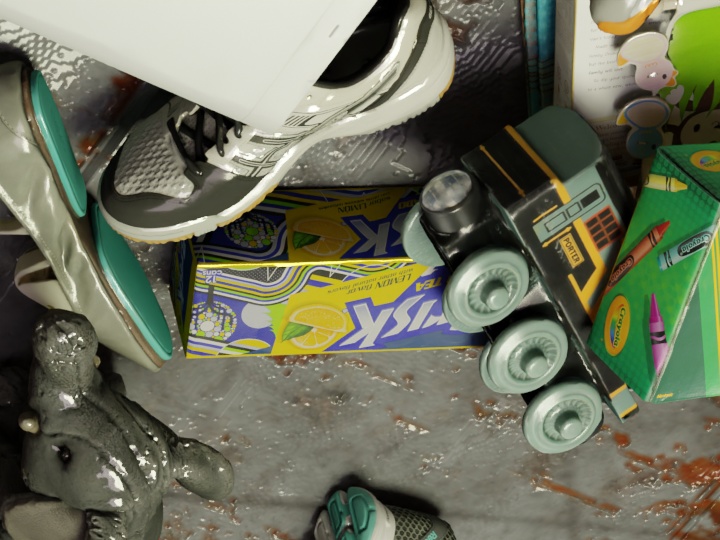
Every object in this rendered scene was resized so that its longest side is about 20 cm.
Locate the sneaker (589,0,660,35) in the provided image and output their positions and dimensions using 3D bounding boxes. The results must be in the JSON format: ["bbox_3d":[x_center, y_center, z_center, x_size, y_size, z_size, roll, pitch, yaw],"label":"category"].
[{"bbox_3d":[0.120,-0.210,1.213,0.091,0.201,0.076,13,171,-1],"label":"sneaker"}]

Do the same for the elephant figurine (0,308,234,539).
[{"bbox_3d":[-0.140,0.110,1.365,0.154,0.142,0.200,14,167,-26],"label":"elephant figurine"}]

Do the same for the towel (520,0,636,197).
[{"bbox_3d":[0.160,-0.103,1.396,0.146,0.022,0.201,-11,132,-5],"label":"towel"}]

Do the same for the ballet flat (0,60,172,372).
[{"bbox_3d":[-0.161,-0.021,1.351,0.063,0.068,0.201,-19,126,7],"label":"ballet flat"}]

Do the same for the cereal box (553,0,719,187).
[{"bbox_3d":[0.171,-0.134,1.330,0.143,0.040,0.201,-10,133,-9],"label":"cereal box"}]

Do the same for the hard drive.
[{"bbox_3d":[-0.088,-0.148,1.170,0.199,0.026,0.132,22,122,-30],"label":"hard drive"}]

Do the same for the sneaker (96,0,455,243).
[{"bbox_3d":[-0.051,-0.089,1.301,0.199,0.076,0.088,-31,156,-1],"label":"sneaker"}]

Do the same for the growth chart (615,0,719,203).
[{"bbox_3d":[0.202,-0.080,1.350,0.144,0.018,0.201,-16,134,-8],"label":"growth chart"}]

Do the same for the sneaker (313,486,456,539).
[{"bbox_3d":[-0.001,0.221,1.600,0.091,0.078,0.201,9,129,-27],"label":"sneaker"}]

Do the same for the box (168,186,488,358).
[{"bbox_3d":[0.000,0.000,1.412,0.199,0.064,0.070,-2,131,-15],"label":"box"}]

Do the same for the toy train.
[{"bbox_3d":[0.102,0.008,1.356,0.114,0.085,0.200,-34,130,-2],"label":"toy train"}]

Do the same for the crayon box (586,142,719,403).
[{"bbox_3d":[0.222,-0.005,1.344,0.199,0.058,0.119,-5,125,-36],"label":"crayon box"}]
